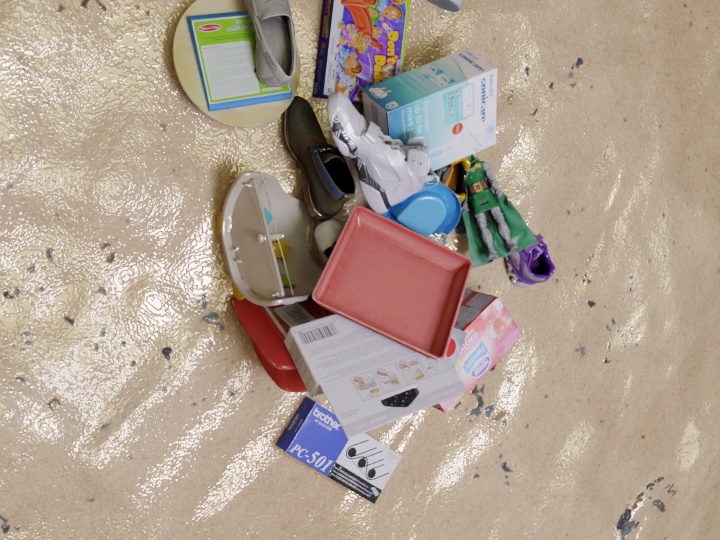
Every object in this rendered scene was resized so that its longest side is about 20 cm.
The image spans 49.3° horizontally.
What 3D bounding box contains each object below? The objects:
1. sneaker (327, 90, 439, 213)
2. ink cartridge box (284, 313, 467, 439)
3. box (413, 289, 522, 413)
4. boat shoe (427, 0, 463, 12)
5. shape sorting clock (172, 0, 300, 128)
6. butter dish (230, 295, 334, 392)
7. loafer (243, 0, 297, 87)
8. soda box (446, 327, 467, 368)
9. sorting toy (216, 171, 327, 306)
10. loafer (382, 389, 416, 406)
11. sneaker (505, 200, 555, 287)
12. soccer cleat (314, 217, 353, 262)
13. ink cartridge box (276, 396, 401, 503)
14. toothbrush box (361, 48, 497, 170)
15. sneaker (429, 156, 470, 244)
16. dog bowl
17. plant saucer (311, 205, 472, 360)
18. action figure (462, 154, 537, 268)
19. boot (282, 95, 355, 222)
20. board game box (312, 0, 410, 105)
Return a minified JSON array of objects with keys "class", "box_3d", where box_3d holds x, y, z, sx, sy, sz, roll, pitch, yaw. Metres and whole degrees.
[{"class":"sneaker","box_3d":[0.035,-0.185,1.143,0.115,0.075,0.200,-20,119,16]},{"class":"ink cartridge box","box_3d":[0.020,0.133,1.083,0.200,0.045,0.176,-15,61,-29]},{"class":"box","box_3d":[0.167,0.136,1.355,0.200,0.103,0.095,-43,113,-16]},{"class":"boat shoe","box_3d":[0.095,-0.489,1.254,0.199,0.074,0.068,20,90,-28]},{"class":"shape sorting clock","box_3d":[-0.180,-0.311,1.158,0.200,0.039,0.201,-2,95,-32]},{"class":"butter dish","box_3d":[-0.082,0.119,1.203,0.199,0.200,0.148,-10,125,-28]},{"class":"loafer","box_3d":[-0.125,-0.366,1.124,0.070,0.070,0.201,-16,102,-30]},{"class":"soda box","box_3d":[0.080,0.103,1.251,0.063,0.200,0.068,22,85,-28]},{"class":"sorting toy","box_3d":[-0.109,-0.037,1.194,0.180,0.107,0.201,-4,74,-43]},{"class":"loafer","box_3d":[0.021,0.191,1.309,0.200,0.070,0.068,33,83,-44]},{"class":"sneaker","box_3d":[0.285,-0.054,1.397,0.080,0.088,0.200,-40,109,-14]},{"class":"soccer cleat","box_3d":[0.000,0.000,1.218,0.069,0.078,0.200,-36,123,21]},{"class":"ink cartridge box","box_3d":[-0.033,0.301,1.307,0.200,0.044,0.094,38,78,-25]},{"class":"toothbrush box","box_3d":[0.113,-0.243,1.247,0.200,0.085,0.147,-25,137,-17]},{"class":"sneaker","box_3d":[0.130,-0.108,1.316,0.078,0.082,0.201,11,92,-28]},{"class":"dog bowl","box_3d":[0.071,-0.070,1.262,0.111,0.050,0.200,30,114,-28]},{"class":"plant saucer","box_3d":[0.047,0.020,1.125,0.199,0.037,0.200,26,50,-3]},{"class":"action figure","box_3d":[0.210,-0.118,1.342,0.118,0.055,0.200,-21,76,7]},{"class":"boot","box_3d":[-0.056,-0.182,1.186,0.075,0.097,0.201,-15,87,-33]},{"class":"board game box","box_3d":[0.004,-0.365,1.241,0.134,0.045,0.201,4,95,-27]}]
